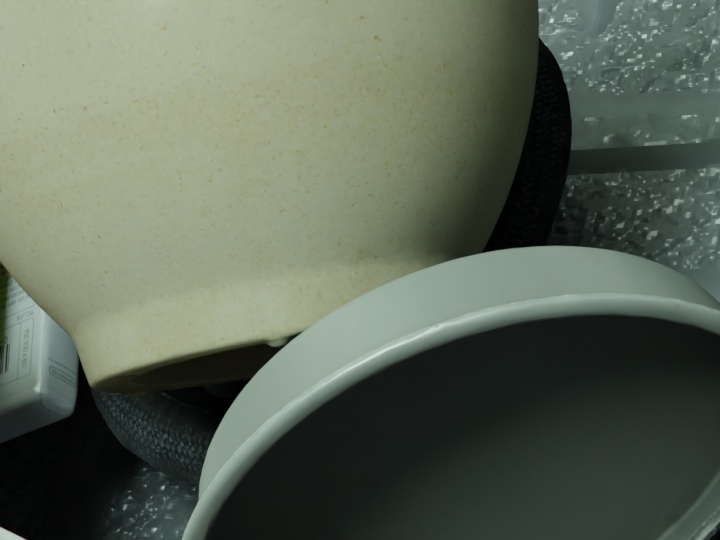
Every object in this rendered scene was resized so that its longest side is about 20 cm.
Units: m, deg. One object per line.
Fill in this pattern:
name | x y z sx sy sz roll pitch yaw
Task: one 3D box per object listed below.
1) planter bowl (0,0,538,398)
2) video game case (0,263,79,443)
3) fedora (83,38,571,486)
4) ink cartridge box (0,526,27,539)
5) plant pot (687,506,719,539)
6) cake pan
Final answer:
planter bowl | -0.035 -0.037 0.789 0.199 0.200 0.136 -12 83 19
video game case | -0.180 0.000 0.971 0.199 0.022 0.183 -22 52 31
fedora | 0.000 0.000 0.914 0.200 0.092 0.201 -15 55 23
ink cartridge box | -0.066 0.195 0.725 0.144 0.200 0.146 21 67 35
plant pot | 0.194 0.141 0.643 0.200 0.178 0.199 -43 47 -10
cake pan | 0.039 0.067 0.766 0.200 0.200 0.037 -26 47 7
